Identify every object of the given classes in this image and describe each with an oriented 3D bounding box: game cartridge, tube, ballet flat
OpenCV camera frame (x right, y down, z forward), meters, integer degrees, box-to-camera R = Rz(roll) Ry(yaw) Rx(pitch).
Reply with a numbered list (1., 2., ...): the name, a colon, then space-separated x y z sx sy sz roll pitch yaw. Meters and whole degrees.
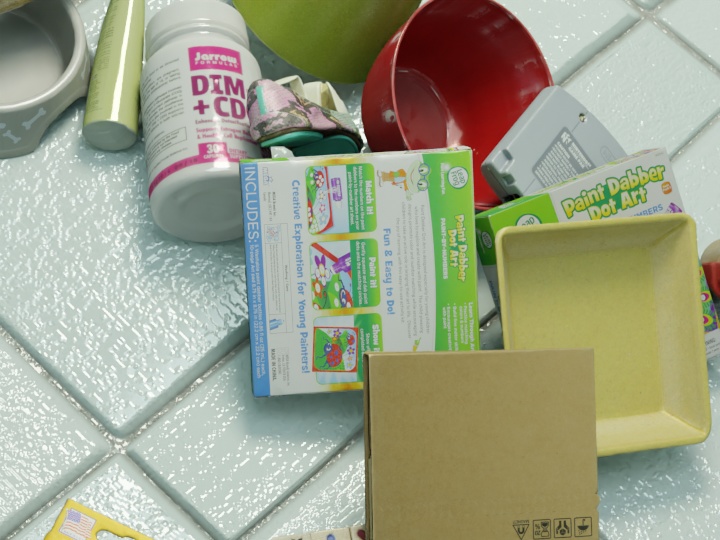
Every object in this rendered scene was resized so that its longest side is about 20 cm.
1. game cartridge: 0.204 -0.063 1.786 0.200 0.040 0.133 52 59 -17
2. tube: -0.221 -0.208 1.805 0.058 0.052 0.201 -12 58 23
3. ballet flat: -0.049 -0.137 1.733 0.069 0.200 0.072 -14 81 18

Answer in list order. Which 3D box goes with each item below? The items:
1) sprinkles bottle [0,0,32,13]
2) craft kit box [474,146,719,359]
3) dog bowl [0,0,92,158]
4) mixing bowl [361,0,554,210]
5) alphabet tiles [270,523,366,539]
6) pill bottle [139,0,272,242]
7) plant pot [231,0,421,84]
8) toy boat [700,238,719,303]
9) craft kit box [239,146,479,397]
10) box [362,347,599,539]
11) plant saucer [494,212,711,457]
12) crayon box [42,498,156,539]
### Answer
1. sprinkles bottle: -0.336 -0.258 1.737 0.199 0.068 0.068 -25 67 -26
2. craft kit box: 0.213 0.014 1.730 0.199 0.048 0.198 -22 95 -25
3. dog bowl: -0.340 -0.199 1.775 0.199 0.059 0.201 6 57 -9
4. mixing bowl: 0.074 -0.146 1.792 0.199 0.108 0.201 8 77 -38
5. alphabet tiles: -0.026 0.289 1.548 0.199 0.008 0.168 -6 71 -13
6. pill bottle: -0.140 -0.137 1.751 0.113 0.114 0.201 -1 58 -14
7. plant pot: 0.003 -0.308 1.810 0.186 0.200 0.188 24 43 -24
8. toy boat: 0.404 0.044 1.785 0.199 0.131 0.132 9 86 -7
9. craft kit box: 0.000 0.000 1.653 0.196 0.049 0.201 -3 96 -3
10. box: 0.100 0.146 1.589 0.199 0.021 0.165 -1 88 -17
11. plant saucer: 0.200 0.057 1.672 0.199 0.048 0.201 -5 90 -25
12. crayon box: -0.217 0.291 1.497 0.125 0.052 0.201 25 56 2
